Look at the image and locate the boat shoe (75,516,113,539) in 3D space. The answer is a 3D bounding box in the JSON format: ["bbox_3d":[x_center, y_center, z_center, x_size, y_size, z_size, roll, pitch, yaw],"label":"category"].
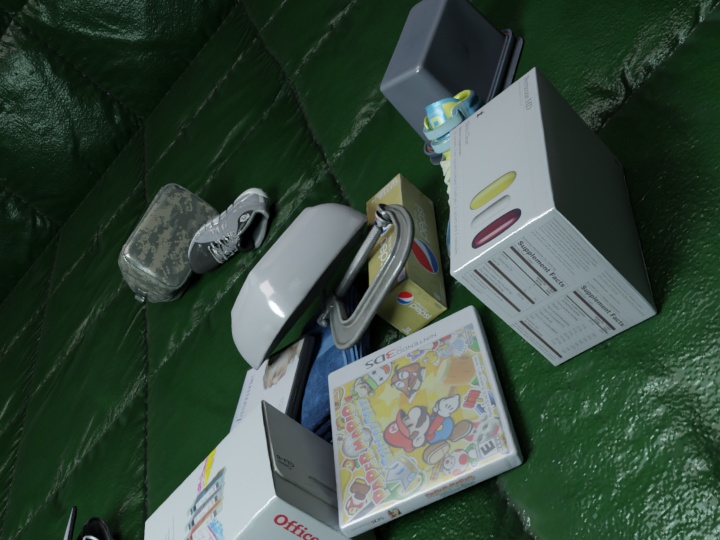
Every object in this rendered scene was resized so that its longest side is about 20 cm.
[{"bbox_3d":[-0.368,0.410,1.183,0.069,0.072,0.199,-68,19,2],"label":"boat shoe"}]

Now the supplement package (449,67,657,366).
[{"bbox_3d":[0.169,-0.051,0.773,0.110,0.155,0.202,-33,34,32],"label":"supplement package"}]

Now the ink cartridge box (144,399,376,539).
[{"bbox_3d":[-0.102,0.269,0.850,0.200,0.145,0.145,-45,29,13],"label":"ink cartridge box"}]

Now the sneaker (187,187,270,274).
[{"bbox_3d":[-0.232,-0.051,1.486,0.200,0.075,0.116,-46,31,14],"label":"sneaker"}]

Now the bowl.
[{"bbox_3d":[-0.087,0.011,1.050,0.201,0.074,0.200,-52,0,-31],"label":"bowl"}]

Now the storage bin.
[{"bbox_3d":[0.109,-0.268,1.132,0.144,0.134,0.203,-15,45,49],"label":"storage bin"}]

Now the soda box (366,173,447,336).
[{"bbox_3d":[0.053,-0.023,1.016,0.064,0.067,0.202,-38,32,28],"label":"soda box"}]

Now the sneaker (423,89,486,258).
[{"bbox_3d":[0.110,-0.117,0.966,0.079,0.130,0.203,-17,45,46],"label":"sneaker"}]

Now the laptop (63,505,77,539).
[{"bbox_3d":[-0.482,0.459,1.189,0.188,0.114,0.203,122,153,-45],"label":"laptop"}]

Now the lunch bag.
[{"bbox_3d":[-0.370,-0.046,1.625,0.203,0.138,0.167,-64,13,-25],"label":"lunch bag"}]

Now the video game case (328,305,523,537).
[{"bbox_3d":[0.053,0.141,0.829,0.179,0.023,0.202,-27,36,14],"label":"video game case"}]

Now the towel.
[{"bbox_3d":[-0.035,0.115,1.021,0.111,0.048,0.202,-41,31,24],"label":"towel"}]

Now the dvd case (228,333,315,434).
[{"bbox_3d":[-0.120,0.171,1.067,0.199,0.017,0.145,-34,38,56],"label":"dvd case"}]

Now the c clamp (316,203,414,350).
[{"bbox_3d":[0.000,0.000,0.972,0.201,0.027,0.172,-56,23,27],"label":"c clamp"}]
